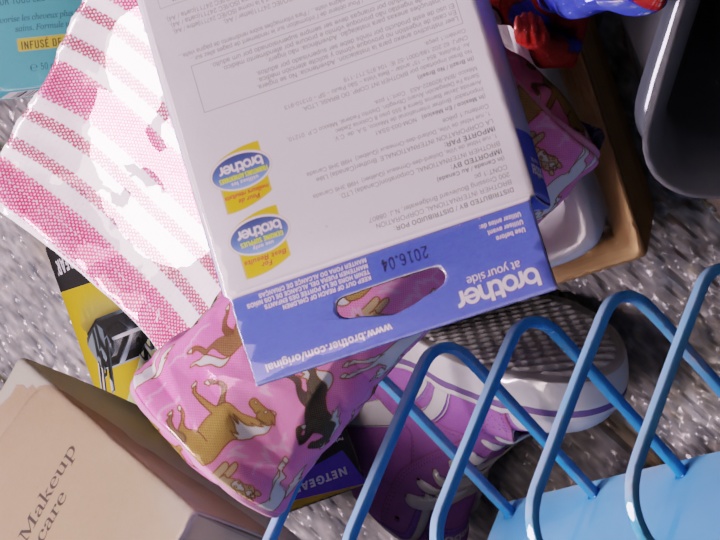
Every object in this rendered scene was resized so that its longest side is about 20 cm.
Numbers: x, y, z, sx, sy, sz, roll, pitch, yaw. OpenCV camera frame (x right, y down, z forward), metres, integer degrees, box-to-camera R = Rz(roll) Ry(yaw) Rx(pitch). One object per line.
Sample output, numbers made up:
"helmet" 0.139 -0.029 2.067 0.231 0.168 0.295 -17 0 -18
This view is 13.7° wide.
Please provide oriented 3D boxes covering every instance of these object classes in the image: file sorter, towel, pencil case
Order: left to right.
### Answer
"towel" -0.064 -0.066 1.219 0.146 0.030 0.200 40 118 18
"pencil case" 0.000 0.000 1.124 0.200 0.086 0.083 -49 55 4
"file sorter" 0.078 0.095 1.126 0.200 0.139 0.123 -17 127 41

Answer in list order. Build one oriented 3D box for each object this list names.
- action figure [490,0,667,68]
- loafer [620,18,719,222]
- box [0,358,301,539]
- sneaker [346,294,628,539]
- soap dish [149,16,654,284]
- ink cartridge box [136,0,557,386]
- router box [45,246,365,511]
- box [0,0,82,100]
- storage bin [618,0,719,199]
"action figure" 0.073 -0.107 1.042 0.200 0.052 0.066 153 120 -81
"loafer" 0.160 -0.026 1.129 0.200 0.072 0.063 53 154 16
"box" -0.101 0.119 1.282 0.095 0.078 0.200 -63 32 2
"sneaker" 0.053 0.070 1.290 0.200 0.073 0.115 11 116 57
"soap dish" 0.018 -0.058 1.235 0.200 0.081 0.158 -18 91 34
"ink cartridge box" -0.009 -0.070 1.065 0.119 0.042 0.201 -18 79 12
"router box" -0.076 0.041 1.384 0.158 0.052 0.200 70 159 2
"box" -0.143 -0.177 1.300 0.049 0.082 0.201 171 91 -74
"storage bin" 0.162 -0.144 1.046 0.134 0.145 0.200 -113 31 -50
